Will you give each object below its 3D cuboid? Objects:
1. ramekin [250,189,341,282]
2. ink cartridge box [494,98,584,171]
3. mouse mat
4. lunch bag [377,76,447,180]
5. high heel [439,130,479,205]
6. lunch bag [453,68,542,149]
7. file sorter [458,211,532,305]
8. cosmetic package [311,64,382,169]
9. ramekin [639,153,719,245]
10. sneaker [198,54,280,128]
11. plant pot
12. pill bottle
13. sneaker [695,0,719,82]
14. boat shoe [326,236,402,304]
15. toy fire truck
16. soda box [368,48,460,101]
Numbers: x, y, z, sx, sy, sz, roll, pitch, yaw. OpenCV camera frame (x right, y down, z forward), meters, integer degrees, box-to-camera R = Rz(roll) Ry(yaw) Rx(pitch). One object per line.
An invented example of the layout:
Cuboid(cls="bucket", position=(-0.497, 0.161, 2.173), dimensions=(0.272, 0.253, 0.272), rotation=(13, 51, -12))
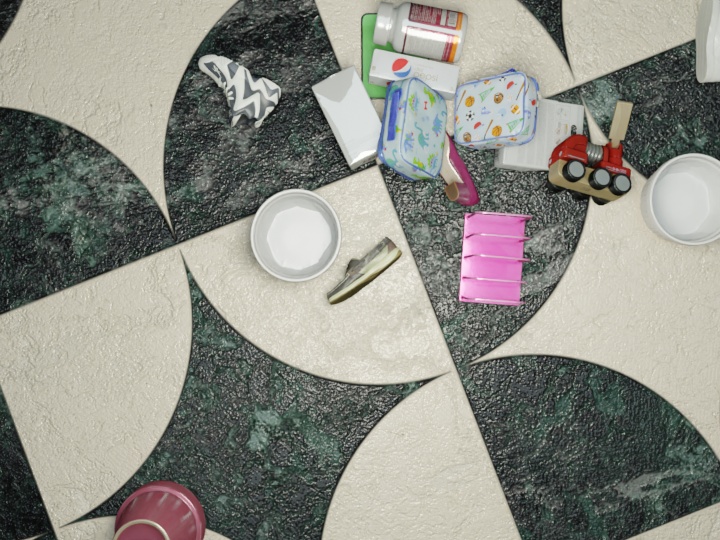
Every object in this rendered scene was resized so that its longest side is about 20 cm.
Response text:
Cuboid(cls="ramekin", position=(-0.139, -0.075, 1.685), dimensions=(0.198, 0.105, 0.202), rotation=(0, 90, 0))
Cuboid(cls="ink cartridge box", position=(0.408, -0.308, 1.735), dimensions=(0.198, 0.057, 0.164), rotation=(5, 89, -20))
Cuboid(cls="mouse mat", position=(0.081, -0.495, 1.748), dimensions=(0.159, 0.008, 0.202), rotation=(0, 88, 0))
Cuboid(cls="lunch bag", position=(0.114, -0.310, 1.658), dimensions=(0.082, 0.160, 0.202), rotation=(-1, 77, 41))
Cuboid(cls="high heel", position=(0.212, -0.240, 1.734), dimensions=(0.067, 0.096, 0.202), rotation=(-23, 72, 38))
Cuboid(cls="lunch bag", position=(0.300, -0.353, 1.663), dimensions=(0.199, 0.075, 0.162), rotation=(0, 84, 42))
Cuboid(cls="file sorter", position=(0.301, -0.026, 1.680), dimensions=(0.138, 0.125, 0.202), rotation=(4, 89, 0))
Cuboid(cls="cosmetic package", position=(-0.018, -0.343, 1.707), dimensions=(0.112, 0.081, 0.201), rotation=(-24, 88, 3))
Cuboid(cls="ramekin", position=(0.723, -0.153, 1.692), dimensions=(0.198, 0.105, 0.202), rotation=(0, 88, 0))
Cuboid(cls="sneaker", position=(-0.292, -0.392, 1.710), dimensions=(0.198, 0.079, 0.130), rotation=(26, 80, -9))
Cuboid(cls="plant pot", position=(-0.451, 0.577, 1.645), dimensions=(0.198, 0.179, 0.202), rotation=(0, 88, 0))
Cuboid(cls="pill bottle", position=(0.133, -0.535, 1.692), dimensions=(0.198, 0.110, 0.111), rotation=(11, 89, 0))
Cuboid(cls="sneaker", position=(0.830, -0.530, 1.719), dimensions=(0.114, 0.074, 0.202), rotation=(-1, 99, -1))
Cuboid(cls="boat shoe", position=(0.000, -0.001, 1.712), dimensions=(0.200, 0.072, 0.066), rotation=(-36, 79, -1))
Cuboid(cls="toy fire truck", position=(0.524, -0.271, 1.687), dimensions=(0.174, 0.129, 0.202), rotation=(14, 74, -10))
Cuboid(cls="soda box", position=(0.120, -0.441, 1.710), dimensions=(0.198, 0.068, 0.064), rotation=(11, 88, 0))
